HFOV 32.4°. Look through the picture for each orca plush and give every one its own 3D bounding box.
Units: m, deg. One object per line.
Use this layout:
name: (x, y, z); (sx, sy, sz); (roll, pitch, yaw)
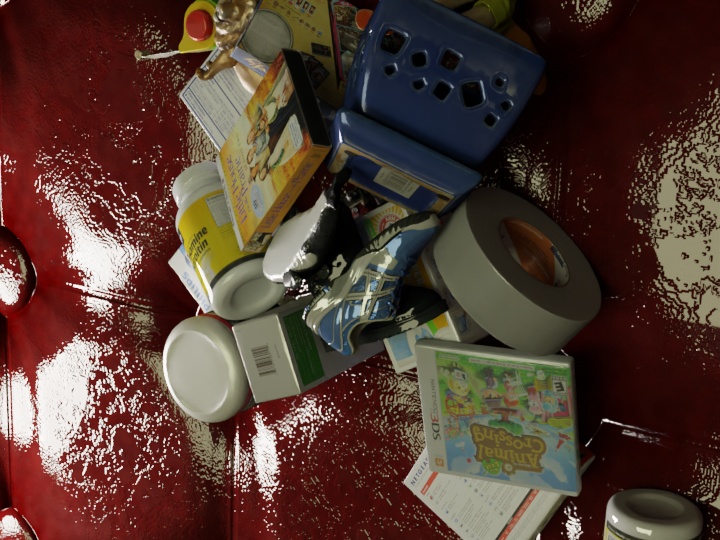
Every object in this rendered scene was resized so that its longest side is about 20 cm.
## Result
orca plush: (-0.045, -0.044, 1.436); (0.201, 0.070, 0.106); (-60, 38, 40)

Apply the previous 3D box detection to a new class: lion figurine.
lion figurine: (-0.130, -0.243, 1.542); (0.122, 0.072, 0.201); (-31, 96, 27)

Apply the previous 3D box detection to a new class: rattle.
rattle: (0.110, -0.273, 1.484); (0.198, 0.143, 0.132); (-13, 49, 28)

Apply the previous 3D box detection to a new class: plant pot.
plant pot: (0.068, -0.174, 1.393); (0.198, 0.200, 0.182); (26, 79, -4)

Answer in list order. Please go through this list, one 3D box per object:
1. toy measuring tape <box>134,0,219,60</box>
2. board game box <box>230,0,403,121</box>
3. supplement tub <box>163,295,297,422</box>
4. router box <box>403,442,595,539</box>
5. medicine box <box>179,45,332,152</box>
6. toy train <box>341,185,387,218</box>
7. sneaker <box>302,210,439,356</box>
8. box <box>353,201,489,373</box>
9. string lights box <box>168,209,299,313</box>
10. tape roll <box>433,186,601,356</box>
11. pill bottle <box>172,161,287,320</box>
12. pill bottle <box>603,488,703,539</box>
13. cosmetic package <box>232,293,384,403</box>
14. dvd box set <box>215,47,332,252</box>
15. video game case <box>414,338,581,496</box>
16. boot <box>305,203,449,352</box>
toy measuring tape: (-0.236, -0.336, 1.709); (0.198, 0.073, 0.075); (-2, 100, 34)
board game box: (-0.042, -0.265, 1.504); (0.199, 0.137, 0.035); (31, 158, -14)
supplement tub: (-0.157, 0.113, 1.676); (0.139, 0.199, 0.143); (8, 105, 32)
router box: (0.173, 0.254, 1.578); (0.179, 0.049, 0.201); (41, 120, 20)
medicine box: (-0.109, -0.230, 1.625); (0.200, 0.103, 0.183); (-44, 76, 32)
toy train: (-0.011, -0.082, 1.637); (0.199, 0.034, 0.046); (-29, 96, 34)
sneaker: (0.025, 0.013, 1.413); (0.200, 0.076, 0.077); (-47, 75, 18)
box: (0.073, 0.009, 1.557); (0.112, 0.101, 0.202); (-25, 86, 36)
string lights box: (-0.177, -0.040, 1.741); (0.103, 0.059, 0.200); (52, 123, 14)
tape roll: (0.181, -0.001, 1.423); (0.201, 0.199, 0.066); (51, 122, 13)
pill bottle: (-0.176, -0.043, 1.619); (0.112, 0.111, 0.201); (-51, 52, 31)
pill bottle: (0.337, 0.370, 1.455); (0.111, 0.112, 0.203); (12, 108, 31)
cosmetic package: (-0.065, 0.088, 1.608); (0.084, 0.199, 0.109); (-15, 95, 37)
dvd box set: (-0.106, -0.138, 1.450); (0.200, 0.029, 0.148); (-50, 47, 43)
video game case: (0.165, 0.176, 1.487); (0.197, 0.022, 0.184); (5, 118, 27)
boot: (0.000, 0.000, 1.495); (0.199, 0.076, 0.170); (-16, 95, 43)
